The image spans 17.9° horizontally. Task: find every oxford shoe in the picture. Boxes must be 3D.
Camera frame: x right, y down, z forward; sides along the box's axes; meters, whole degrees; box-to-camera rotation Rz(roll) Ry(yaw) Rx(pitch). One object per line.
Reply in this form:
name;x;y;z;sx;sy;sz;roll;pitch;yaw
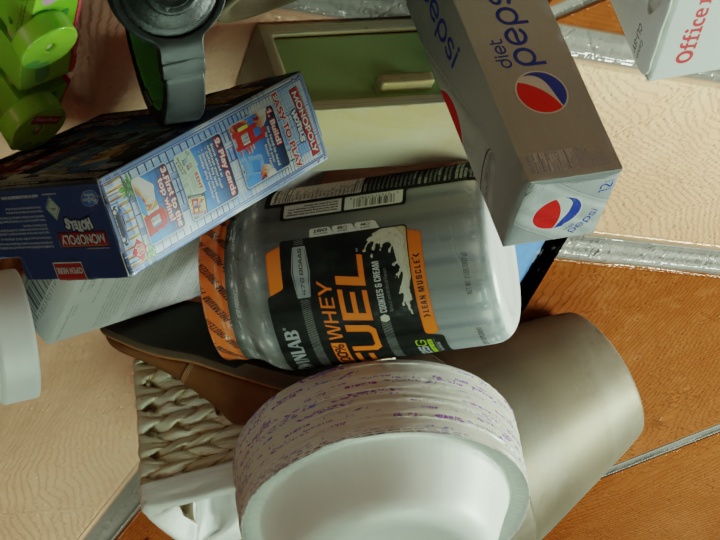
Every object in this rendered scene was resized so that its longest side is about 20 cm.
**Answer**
oxford shoe;-0.103;0.072;1.612;0.071;0.200;0.071;-36;135;-45

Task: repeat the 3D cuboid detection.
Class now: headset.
headset;-0.104;-0.179;1.290;0.094;0.124;0.200;-13;127;-12

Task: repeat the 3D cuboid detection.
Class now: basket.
basket;-0.060;0.116;1.690;0.200;0.124;0.136;-13;159;8

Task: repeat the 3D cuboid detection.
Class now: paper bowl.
paper bowl;0.016;0.159;1.552;0.200;0.105;0.201;-6;141;-5

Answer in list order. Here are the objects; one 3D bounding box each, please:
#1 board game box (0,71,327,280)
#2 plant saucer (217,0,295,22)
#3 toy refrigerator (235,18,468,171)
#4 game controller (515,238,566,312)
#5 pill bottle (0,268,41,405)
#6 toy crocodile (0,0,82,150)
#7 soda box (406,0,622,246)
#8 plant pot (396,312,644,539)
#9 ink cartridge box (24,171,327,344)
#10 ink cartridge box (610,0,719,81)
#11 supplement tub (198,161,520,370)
board game box;-0.130;-0.058;1.379;0.200;0.062;0.200;-27;-163;-37
plant saucer;0.001;-0.199;1.316;0.200;0.030;0.200;-27;180;0
toy refrigerator;0.028;-0.118;1.488;0.200;0.076;0.070;-4;145;-23
game controller;0.100;-0.019;1.648;0.104;0.042;0.200;-12;145;-34
pill bottle;-0.320;0.059;1.522;0.200;0.120;0.120;-11;147;-15
toy crocodile;-0.193;-0.136;1.349;0.062;0.068;0.200;-26;155;-28
soda box;0.091;-0.115;1.409;0.063;0.200;0.068;-8;148;-19
plant pot;0.124;0.123;1.825;0.173;0.200;0.200;-29;151;-16
ink cartridge box;-0.124;-0.034;1.577;0.200;0.050;0.161;-20;155;-38
ink cartridge box;0.274;-0.211;1.475;0.200;0.084;0.145;-11;147;-15
supplement tub;0.000;0.000;1.523;0.199;0.123;0.123;-9;150;12
